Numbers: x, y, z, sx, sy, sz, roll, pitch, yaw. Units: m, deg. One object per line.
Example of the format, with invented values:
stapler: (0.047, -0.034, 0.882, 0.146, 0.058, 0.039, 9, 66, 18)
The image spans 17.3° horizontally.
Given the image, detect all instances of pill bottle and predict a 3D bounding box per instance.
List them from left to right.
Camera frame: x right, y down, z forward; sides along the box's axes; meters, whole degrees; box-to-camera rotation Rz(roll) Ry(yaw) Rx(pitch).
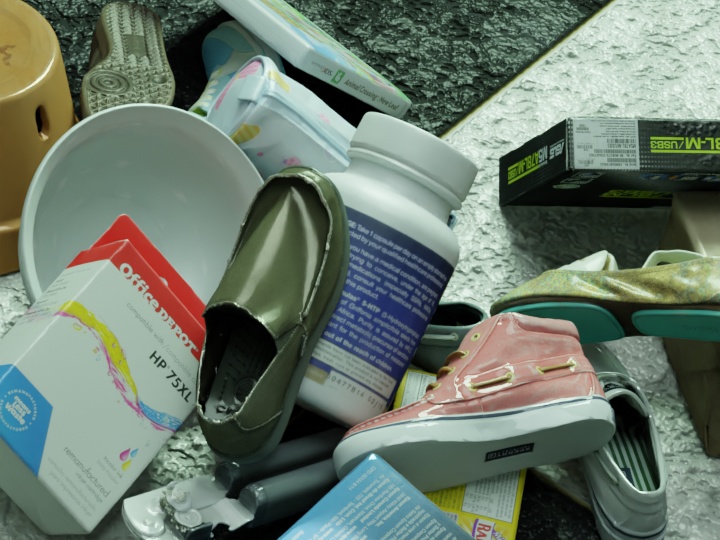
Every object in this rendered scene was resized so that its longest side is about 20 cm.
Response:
pill bottle: (0.000, 0.000, 1.632, 0.119, 0.120, 0.201, 25, 84, 14)

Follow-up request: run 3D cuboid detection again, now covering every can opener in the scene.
can opener: (-0.077, 0.154, 1.573, 0.199, 0.067, 0.053, -18, 47, -39)

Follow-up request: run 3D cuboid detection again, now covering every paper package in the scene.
paper package: (0.333, 0.034, 1.751, 0.198, 0.104, 0.191, -1, 44, -15)

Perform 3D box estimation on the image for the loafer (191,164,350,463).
loafer: (-0.060, 0.025, 1.541, 0.075, 0.070, 0.202, 10, 79, 18)

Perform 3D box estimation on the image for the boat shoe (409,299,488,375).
boat shoe: (0.008, 0.018, 1.725, 0.199, 0.062, 0.073, 27, 45, 15)

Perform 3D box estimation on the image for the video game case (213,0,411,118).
video game case: (-0.069, -0.201, 1.886, 0.200, 0.022, 0.182, 41, 9, 27)

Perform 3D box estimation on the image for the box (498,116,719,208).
box: (0.223, -0.079, 1.795, 0.198, 0.193, 0.048, 1, 81, -12)

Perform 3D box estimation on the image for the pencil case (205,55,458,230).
pencil case: (-0.022, -0.072, 1.736, 0.199, 0.091, 0.083, 35, 80, -20)

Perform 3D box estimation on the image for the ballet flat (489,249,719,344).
ballet flat: (0.190, 0.016, 1.675, 0.199, 0.071, 0.071, -1, 37, 27)

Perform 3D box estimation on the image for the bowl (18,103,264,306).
bowl: (-0.163, -0.012, 1.670, 0.200, 0.090, 0.203, 4, 83, -30)

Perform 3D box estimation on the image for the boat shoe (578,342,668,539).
boat shoe: (0.181, 0.104, 1.669, 0.073, 0.067, 0.201, -5, 45, -17)

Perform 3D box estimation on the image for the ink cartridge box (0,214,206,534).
ink cartridge box: (-0.169, 0.063, 1.564, 0.116, 0.067, 0.200, 49, 60, -18)

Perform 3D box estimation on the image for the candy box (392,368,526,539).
candy box: (0.060, 0.153, 1.621, 0.101, 0.027, 0.201, 14, 44, 1)

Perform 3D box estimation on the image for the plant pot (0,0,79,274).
plant pot: (-0.294, -0.114, 1.740, 0.198, 0.141, 0.201, 6, 43, -5)

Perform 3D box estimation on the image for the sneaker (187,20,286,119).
sneaker: (-0.120, -0.119, 1.829, 0.130, 0.080, 0.201, -7, 45, -21)

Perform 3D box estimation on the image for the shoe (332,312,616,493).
shoe: (0.069, 0.089, 1.605, 0.198, 0.072, 0.091, -9, 57, -15)

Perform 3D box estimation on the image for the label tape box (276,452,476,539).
label tape box: (0.030, 0.232, 1.487, 0.200, 0.063, 0.144, 40, 59, 20)

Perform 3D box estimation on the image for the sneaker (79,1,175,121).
sneaker: (-0.179, -0.129, 1.808, 0.070, 0.076, 0.201, 9, 33, -6)
